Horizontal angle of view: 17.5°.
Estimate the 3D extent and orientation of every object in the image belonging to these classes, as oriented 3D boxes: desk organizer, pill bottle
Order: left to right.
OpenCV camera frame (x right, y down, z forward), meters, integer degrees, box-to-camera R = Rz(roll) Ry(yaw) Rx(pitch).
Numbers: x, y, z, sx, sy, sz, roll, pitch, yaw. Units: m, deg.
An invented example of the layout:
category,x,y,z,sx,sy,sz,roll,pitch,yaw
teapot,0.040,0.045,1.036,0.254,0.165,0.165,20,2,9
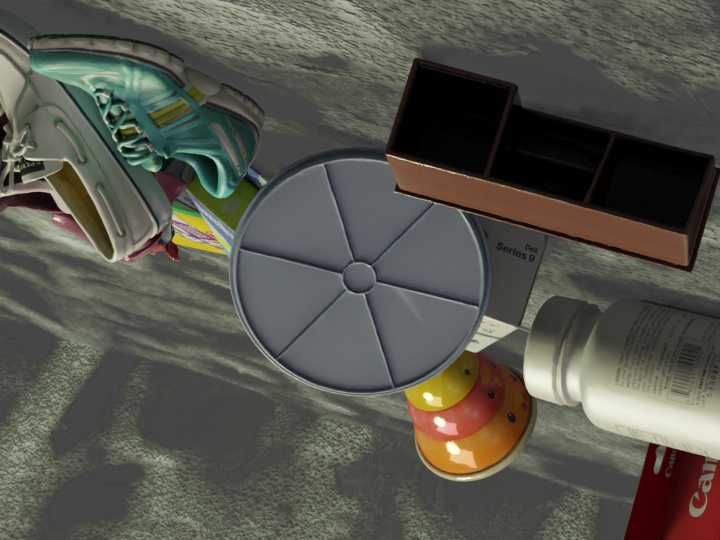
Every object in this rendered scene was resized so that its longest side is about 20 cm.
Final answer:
category,x,y,z,sx,sy,sz,roll,pitch,yaw
desk organizer,0.120,-0.066,1.454,0.198,0.072,0.077,16,168,12
pill bottle,0.244,0.085,1.956,0.199,0.115,0.114,13,170,27

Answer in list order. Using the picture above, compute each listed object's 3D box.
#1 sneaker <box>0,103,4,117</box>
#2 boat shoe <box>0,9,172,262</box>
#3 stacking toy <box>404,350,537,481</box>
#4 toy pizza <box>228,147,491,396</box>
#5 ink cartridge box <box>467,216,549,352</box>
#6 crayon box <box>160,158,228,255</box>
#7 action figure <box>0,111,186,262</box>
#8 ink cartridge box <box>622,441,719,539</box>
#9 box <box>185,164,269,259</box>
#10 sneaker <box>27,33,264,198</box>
category,x,y,z,sx,sy,sz,roll,pitch,yaw
sneaker,-0.297,-0.145,1.766,0.079,0.072,0.200,18,171,31
boat shoe,-0.228,-0.088,1.684,0.202,0.086,0.074,54,153,-15
stacking toy,0.091,0.120,2.492,0.145,0.147,0.200,11,153,36
toy pizza,0.000,0.000,1.765,0.199,0.201,0.032,18,-158,-4
ink cartridge box,0.057,-0.003,1.887,0.145,0.085,0.200,19,171,-4
crayon box,-0.158,-0.065,2.006,0.172,0.059,0.200,11,168,37
action figure,-0.196,-0.060,1.804,0.133,0.150,0.200,-22,132,23
ink cartridge box,0.341,0.188,2.104,0.175,0.202,0.084,23,168,-39
box,-0.065,-0.006,1.887,0.122,0.048,0.200,38,165,48
sneaker,-0.150,-0.113,1.653,0.199,0.080,0.077,25,168,-36
